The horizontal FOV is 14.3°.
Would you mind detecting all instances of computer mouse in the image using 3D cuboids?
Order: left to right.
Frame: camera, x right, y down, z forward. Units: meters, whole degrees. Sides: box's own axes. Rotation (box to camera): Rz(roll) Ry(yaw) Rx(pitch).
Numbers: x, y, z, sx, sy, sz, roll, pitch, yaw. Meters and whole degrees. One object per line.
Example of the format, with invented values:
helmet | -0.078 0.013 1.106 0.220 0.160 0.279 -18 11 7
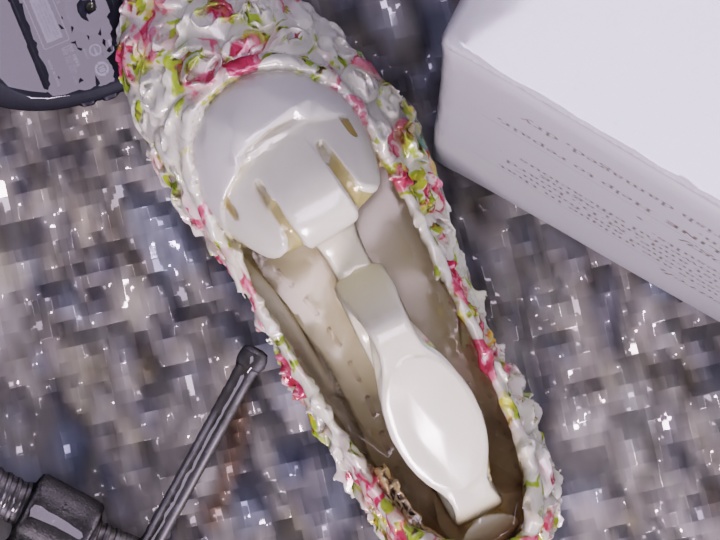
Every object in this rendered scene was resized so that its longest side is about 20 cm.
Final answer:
computer mouse | -0.026 -0.098 0.829 0.199 0.034 0.059 -21 95 -8

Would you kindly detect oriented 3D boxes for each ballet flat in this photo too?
ballet flat | 0.000 0.000 0.786 0.075 0.064 0.200 -33 96 -1

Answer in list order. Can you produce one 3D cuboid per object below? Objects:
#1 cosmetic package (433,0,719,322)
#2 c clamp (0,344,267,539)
cosmetic package | 0.128 -0.072 0.738 0.166 0.200 0.168 30 87 3
c clamp | -0.150 0.065 0.809 0.199 0.027 0.171 23 87 -7
